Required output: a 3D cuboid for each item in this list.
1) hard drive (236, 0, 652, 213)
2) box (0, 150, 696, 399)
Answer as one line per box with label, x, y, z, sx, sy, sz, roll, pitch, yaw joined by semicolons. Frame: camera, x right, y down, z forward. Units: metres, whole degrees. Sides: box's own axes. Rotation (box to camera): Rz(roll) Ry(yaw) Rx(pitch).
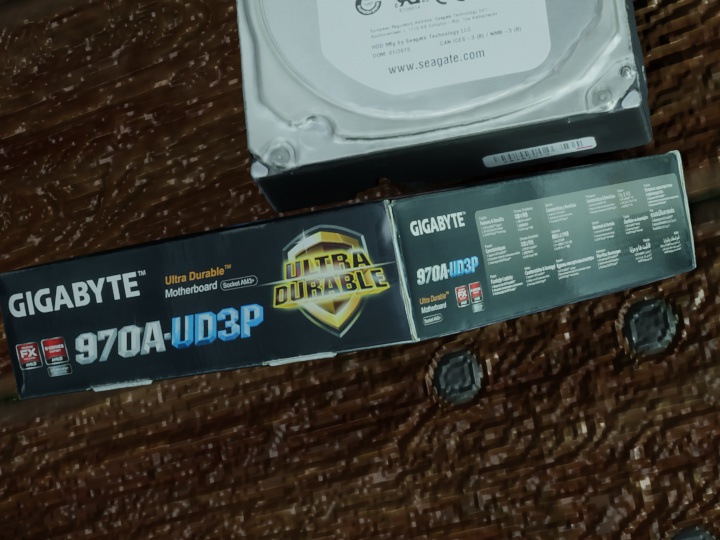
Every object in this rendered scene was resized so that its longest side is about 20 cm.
hard drive;0.022;-0.128;0.917;0.139;0.038;0.201;-9;66;10
box;0.000;0.000;0.876;0.158;0.200;0.046;-9;92;34
